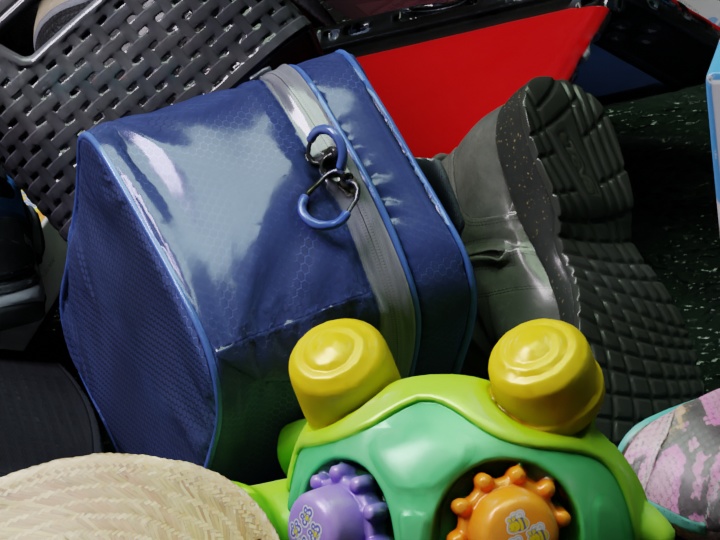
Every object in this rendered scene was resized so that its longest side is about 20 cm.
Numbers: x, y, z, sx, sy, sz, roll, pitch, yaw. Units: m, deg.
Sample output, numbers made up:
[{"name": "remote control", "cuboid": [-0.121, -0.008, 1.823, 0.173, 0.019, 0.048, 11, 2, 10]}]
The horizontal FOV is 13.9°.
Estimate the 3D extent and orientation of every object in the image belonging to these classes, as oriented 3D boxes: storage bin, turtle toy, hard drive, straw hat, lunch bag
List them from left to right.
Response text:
[{"name": "hard drive", "cuboid": [-0.169, 0.069, 1.203, 0.135, 0.042, 0.200, 7, 12, -14]}, {"name": "straw hat", "cuboid": [-0.102, 0.163, 0.998, 0.201, 0.085, 0.201, -15, 38, 12]}, {"name": "storage bin", "cuboid": [-0.098, -0.088, 1.281, 0.135, 0.094, 0.200, -42, -2, 1]}, {"name": "lunch bag", "cuboid": [-0.031, 0.007, 1.158, 0.132, 0.200, 0.136, -20, 66, -20]}, {"name": "turtle toy", "cuboid": [0.014, 0.097, 1.055, 0.200, 0.146, 0.101, -1, 48, 21]}]

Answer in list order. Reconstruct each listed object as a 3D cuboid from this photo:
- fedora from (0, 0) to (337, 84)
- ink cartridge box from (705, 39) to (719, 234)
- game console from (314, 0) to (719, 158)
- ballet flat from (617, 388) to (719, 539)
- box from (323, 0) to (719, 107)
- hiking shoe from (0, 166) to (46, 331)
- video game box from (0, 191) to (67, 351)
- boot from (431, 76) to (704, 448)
[{"name": "fedora", "cuboid": [-0.103, -0.086, 1.488, 0.200, 0.201, 0.092, 1, 59, 23]}, {"name": "ink cartridge box", "cuboid": [0.210, -0.078, 1.355, 0.068, 0.116, 0.200, -1, 27, 16]}, {"name": "game console", "cuboid": [0.053, -0.064, 1.371, 0.200, 0.119, 0.172, -9, -22, 40]}, {"name": "ballet flat", "cuboid": [0.183, 0.059, 1.140, 0.200, 0.069, 0.071, -25, 46, -37]}, {"name": "box", "cuboid": [0.061, -0.143, 1.433, 0.156, 0.200, 0.041, -10, 57, 50]}, {"name": "hiking shoe", "cuboid": [-0.180, -0.034, 1.334, 0.074, 0.087, 0.200, -12, 17, -14]}, {"name": "video game box", "cuboid": [-0.243, 0.015, 1.417, 0.182, 0.047, 0.200, -1, 26, 13]}, {"name": "boot", "cuboid": [0.064, 0.031, 1.202, 0.068, 0.200, 0.131, 5, -27, -39]}]
